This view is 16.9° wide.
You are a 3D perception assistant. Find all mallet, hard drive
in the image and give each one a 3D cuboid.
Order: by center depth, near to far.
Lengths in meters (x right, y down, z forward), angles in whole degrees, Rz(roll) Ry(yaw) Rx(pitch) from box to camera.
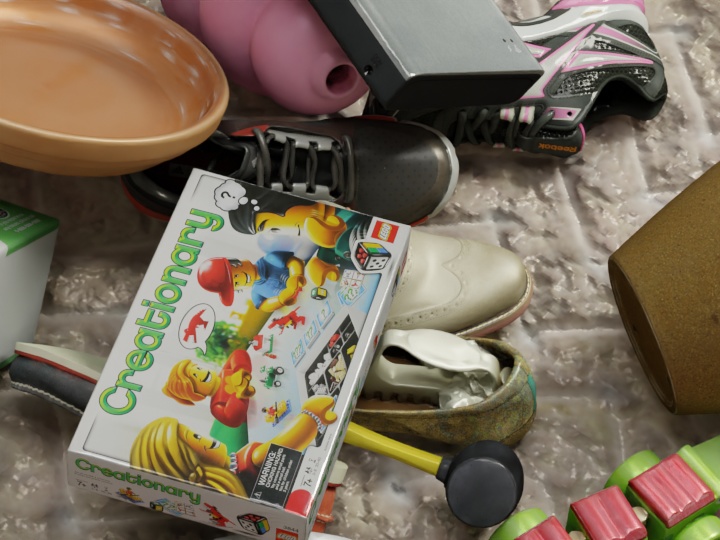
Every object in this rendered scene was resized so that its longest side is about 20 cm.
[{"bbox_3d":[-0.007,0.087,1.276,0.199,0.066,0.041,20,96,-3],"label":"mallet"},{"bbox_3d":[0.006,-0.179,1.378,0.139,0.033,0.200,-8,59,-54],"label":"hard drive"}]

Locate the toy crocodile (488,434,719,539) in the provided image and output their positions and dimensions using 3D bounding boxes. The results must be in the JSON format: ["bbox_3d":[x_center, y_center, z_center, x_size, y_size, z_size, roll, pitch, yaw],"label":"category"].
[{"bbox_3d":[0.133,0.138,1.275,0.200,0.062,0.068,-25,58,-21],"label":"toy crocodile"}]

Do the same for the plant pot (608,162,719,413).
[{"bbox_3d":[0.244,-0.004,1.324,0.199,0.187,0.187,-22,55,-2],"label":"plant pot"}]

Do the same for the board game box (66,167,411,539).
[{"bbox_3d":[-0.060,0.042,1.264,0.126,0.035,0.200,14,51,7],"label":"board game box"}]

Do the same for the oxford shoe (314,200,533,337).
[{"bbox_3d":[0.000,0.000,1.366,0.199,0.074,0.071,-1,52,-4],"label":"oxford shoe"}]

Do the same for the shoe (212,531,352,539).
[{"bbox_3d":[-0.088,0.191,1.222,0.199,0.072,0.091,-6,54,-1],"label":"shoe"}]

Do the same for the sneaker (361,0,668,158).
[{"bbox_3d":[0.097,-0.104,1.453,0.199,0.080,0.087,-22,67,-11],"label":"sneaker"}]

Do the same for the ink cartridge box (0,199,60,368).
[{"bbox_3d":[-0.286,-0.007,1.314,0.199,0.084,0.146,19,18,12],"label":"ink cartridge box"}]

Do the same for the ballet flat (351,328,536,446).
[{"bbox_3d":[-0.001,0.055,1.329,0.199,0.071,0.071,6,52,2],"label":"ballet flat"}]

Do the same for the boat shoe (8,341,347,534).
[{"bbox_3d":[-0.105,0.095,1.297,0.199,0.071,0.063,23,96,13],"label":"boat shoe"}]

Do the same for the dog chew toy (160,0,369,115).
[{"bbox_3d":[-0.046,-0.160,1.437,0.124,0.125,0.200,-17,38,-15],"label":"dog chew toy"}]

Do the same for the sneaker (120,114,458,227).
[{"bbox_3d":[-0.044,-0.053,1.386,0.199,0.082,0.077,-2,87,5],"label":"sneaker"}]

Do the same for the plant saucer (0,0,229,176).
[{"bbox_3d":[-0.173,-0.107,1.341,0.199,0.038,0.200,13,28,-7],"label":"plant saucer"}]
